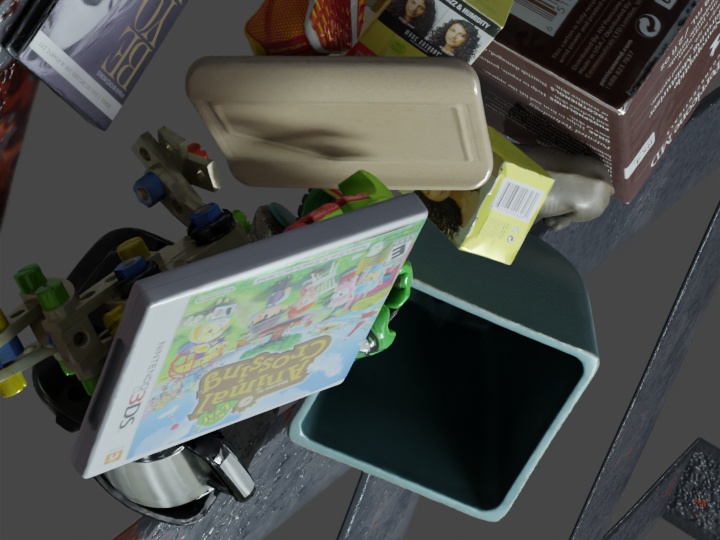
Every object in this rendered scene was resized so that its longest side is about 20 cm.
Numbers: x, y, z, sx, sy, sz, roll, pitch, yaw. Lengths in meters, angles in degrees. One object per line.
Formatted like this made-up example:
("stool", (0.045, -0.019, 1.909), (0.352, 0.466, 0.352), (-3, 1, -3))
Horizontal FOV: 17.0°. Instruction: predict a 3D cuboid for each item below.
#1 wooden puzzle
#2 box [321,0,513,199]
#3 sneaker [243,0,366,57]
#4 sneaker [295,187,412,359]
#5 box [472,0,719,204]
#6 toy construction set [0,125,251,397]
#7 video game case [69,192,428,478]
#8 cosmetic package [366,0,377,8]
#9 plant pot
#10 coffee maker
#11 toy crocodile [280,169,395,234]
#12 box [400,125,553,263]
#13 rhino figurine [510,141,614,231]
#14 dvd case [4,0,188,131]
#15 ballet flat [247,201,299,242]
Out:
("wooden puzzle", (-0.009, -0.101, 1.577), (0.200, 0.185, 0.037), (71, 20, -72))
("box", (0.019, -0.135, 1.645), (0.200, 0.075, 0.050), (-46, -166, 39))
("sneaker", (-0.022, -0.205, 1.569), (0.073, 0.077, 0.200), (66, 33, -27))
("sneaker", (0.000, 0.000, 1.695), (0.200, 0.085, 0.078), (-82, 159, -49))
("box", (0.195, -0.191, 1.995), (0.166, 0.164, 0.200), (-55, 162, -12))
("toy construction set", (-0.141, 0.001, 1.477), (0.092, 0.131, 0.200), (50, 63, -24))
("video game case", (-0.068, 0.040, 1.447), (0.200, 0.022, 0.182), (-19, 152, -33))
("cosmetic package", (0.075, -0.264, 1.704), (0.200, 0.073, 0.104), (-62, 162, 6))
("plant pot", (0.073, 0.048, 1.998), (0.200, 0.196, 0.196), (-80, -165, -55))
("coffee maker", (-0.129, 0.052, 1.614), (0.200, 0.135, 0.192), (77, 22, -67))
("toy crocodile", (-0.026, -0.014, 1.550), (0.068, 0.062, 0.200), (-33, 180, 36))
("box", (0.062, -0.082, 1.758), (0.050, 0.200, 0.075), (18, 105, -32))
("rhino figurine", (0.114, -0.078, 1.970), (0.087, 0.200, 0.060), (151, -52, -73))
("dvd case", (-0.122, -0.186, 1.389), (0.200, 0.016, 0.149), (-58, 163, -4))
("ballet flat", (-0.047, -0.009, 1.817), (0.075, 0.068, 0.200), (-43, 168, 15))
